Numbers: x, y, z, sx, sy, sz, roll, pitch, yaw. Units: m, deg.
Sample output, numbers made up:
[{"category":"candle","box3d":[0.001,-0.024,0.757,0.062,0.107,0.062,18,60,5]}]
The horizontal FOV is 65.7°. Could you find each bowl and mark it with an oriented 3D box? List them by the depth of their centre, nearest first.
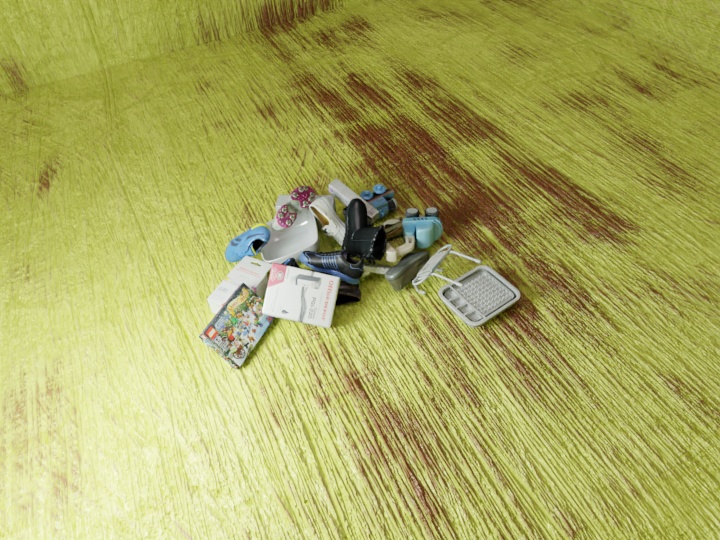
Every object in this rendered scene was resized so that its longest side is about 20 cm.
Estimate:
[{"category":"bowl","box3d":[-0.225,-0.095,1.806,0.196,0.075,0.202,-20,45,3]}]

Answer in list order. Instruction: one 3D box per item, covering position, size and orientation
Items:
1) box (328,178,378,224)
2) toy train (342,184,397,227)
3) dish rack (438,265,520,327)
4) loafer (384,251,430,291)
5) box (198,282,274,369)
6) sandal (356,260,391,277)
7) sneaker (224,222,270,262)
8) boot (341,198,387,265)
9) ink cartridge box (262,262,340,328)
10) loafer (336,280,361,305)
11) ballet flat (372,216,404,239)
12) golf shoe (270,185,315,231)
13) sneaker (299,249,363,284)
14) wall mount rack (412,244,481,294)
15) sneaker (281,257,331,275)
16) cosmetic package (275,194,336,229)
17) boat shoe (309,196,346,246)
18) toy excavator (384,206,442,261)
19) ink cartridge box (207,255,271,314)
[{"category":"box","box3d":[-0.023,-0.228,1.846,0.199,0.039,0.041,39,62,19]},{"category":"toy train","box3d":[0.037,-0.217,1.915,0.197,0.087,0.115,-24,56,-19]},{"category":"dish rack","box3d":[0.342,0.080,1.614,0.198,0.044,0.172,-28,48,-21]},{"category":"loafer","box3d":[0.148,0.001,1.705,0.074,0.071,0.199,0,25,46]},{"category":"box","box3d":[-0.338,0.152,1.557,0.037,0.137,0.201,-28,23,47]},{"category":"sandal","box3d":[-0.001,0.002,1.718,0.198,0.051,0.083,7,13,2]},{"category":"sneaker","box3d":[-0.363,-0.071,1.765,0.198,0.066,0.079,-31,42,27]},{"category":"boot","box3d":[0.017,-0.123,1.720,0.072,0.202,0.161,12,-2,-36]},{"category":"ink cartridge box","box3d":[-0.165,0.071,1.570,0.196,0.085,0.149,12,85,-6]},{"category":"loafer","box3d":[-0.093,0.079,1.643,0.196,0.073,0.064,-12,49,-11]},{"category":"ballet flat","box3d":[0.064,-0.127,1.833,0.197,0.064,0.069,-26,47,-18]},{"category":"golf shoe","box3d":[-0.222,-0.200,1.797,0.075,0.091,0.201,47,53,-10]},{"category":"sneaker","box3d":[-0.082,-0.031,1.650,0.197,0.079,0.070,20,20,5]},{"category":"wall mount rack","box3d":[0.246,-0.001,1.630,0.173,0.075,0.200,-19,22,51]},{"category":"sneaker","box3d":[-0.166,0.008,1.677,0.196,0.114,0.073,-16,21,-10]},{"category":"cosmetic package","box3d":[-0.183,-0.198,1.903,0.196,0.103,0.075,-1,43,7]},{"category":"boat shoe","box3d":[-0.095,-0.141,1.800,0.070,0.071,0.202,-37,96,-37]},{"category":"toy excavator","box3d":[0.167,-0.106,1.752,0.190,0.101,0.201,-3,35,3]},{"category":"ink cartridge box","box3d":[-0.355,0.055,1.694,0.115,0.068,0.201,18,51,22]}]
